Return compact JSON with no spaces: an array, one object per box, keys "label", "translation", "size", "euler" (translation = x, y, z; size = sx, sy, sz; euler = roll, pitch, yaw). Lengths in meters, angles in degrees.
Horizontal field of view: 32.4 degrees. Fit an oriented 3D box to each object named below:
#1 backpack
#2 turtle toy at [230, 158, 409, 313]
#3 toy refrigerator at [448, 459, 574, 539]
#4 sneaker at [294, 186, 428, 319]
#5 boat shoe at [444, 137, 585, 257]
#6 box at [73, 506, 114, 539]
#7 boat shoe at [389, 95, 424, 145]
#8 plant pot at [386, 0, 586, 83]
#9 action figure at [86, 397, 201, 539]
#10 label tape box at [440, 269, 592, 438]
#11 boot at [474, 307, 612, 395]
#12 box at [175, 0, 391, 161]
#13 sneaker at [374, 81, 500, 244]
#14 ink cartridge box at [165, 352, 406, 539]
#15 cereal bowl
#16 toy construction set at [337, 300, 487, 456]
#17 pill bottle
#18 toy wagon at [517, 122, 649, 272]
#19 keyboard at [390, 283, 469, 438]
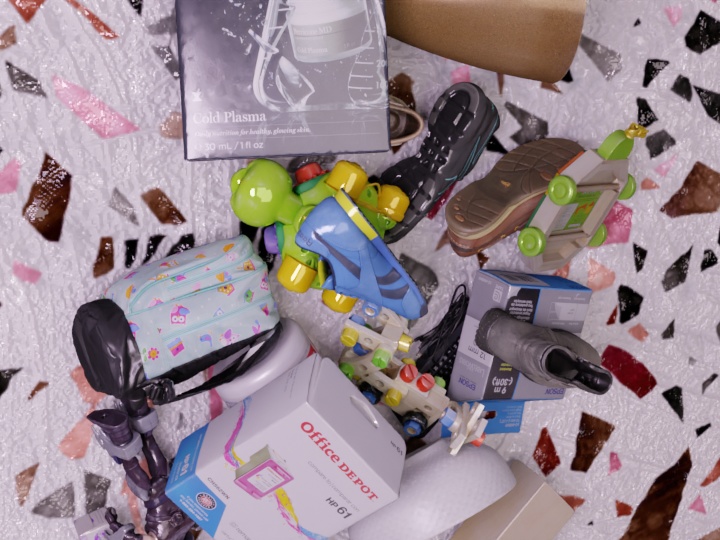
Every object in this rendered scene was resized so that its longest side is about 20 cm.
[{"label":"backpack","translation":[-0.176,0.047,1.231],"size":[0.198,0.166,0.128],"euler":[-22,106,-24]},{"label":"turtle toy","translation":[-0.050,-0.053,1.277],"size":[0.199,0.101,0.147],"euler":[26,95,-48]},{"label":"toy refrigerator","translation":[0.160,0.335,1.502],"size":[0.200,0.070,0.076],"euler":[-49,123,-5]},{"label":"sneaker","translation":[0.000,0.000,1.239],"size":[0.078,0.066,0.200],"euler":[-41,137,0]},{"label":"boat shoe","translation":[0.175,-0.084,1.409],"size":[0.199,0.072,0.068],"euler":[-33,148,-22]},{"label":"box","translation":[-0.256,0.353,1.333],"size":[0.038,0.041,0.202],"euler":[-22,112,-18]},{"label":"boat shoe","translation":[-0.030,-0.161,1.290],"size":[0.197,0.064,0.072],"euler":[-4,105,-23]},{"label":"plant pot","translation":[0.110,-0.292,1.274],"size":[0.197,0.186,0.189],"euler":[1,103,-9]},{"label":"action figure","translation":[-0.217,0.221,1.289],"size":[0.130,0.069,0.202],"euler":[-39,119,-45]},{"label":"label tape box","translation":[0.179,0.106,1.433],"size":[0.142,0.066,0.203],"euler":[4,103,-40]},{"label":"boot","translation":[0.224,0.107,1.340],"size":[0.199,0.130,0.068],"euler":[21,95,-40]},{"label":"box","translation":[-0.076,-0.208,1.188],"size":[0.197,0.124,0.200],"euler":[-4,96,-6]},{"label":"sneaker","translation":[0.085,-0.106,1.351],"size":[0.201,0.075,0.079],"euler":[-52,147,11]},{"label":"ink cartridge box","translation":[-0.073,0.197,1.238],"size":[0.199,0.085,0.145],"euler":[-34,112,24]},{"label":"cereal bowl","translation":[0.069,0.245,1.381],"size":[0.198,0.200,0.084],"euler":[-26,84,-16]},{"label":"toy construction set","translation":[0.055,0.118,1.343],"size":[0.200,0.131,0.092],"euler":[44,49,2]},{"label":"pill bottle","translation":[-0.064,0.159,1.330],"size":[0.112,0.112,0.201],"euler":[-38,115,-11]},{"label":"toy wagon","translation":[0.255,-0.086,1.398],"size":[0.154,0.040,0.201],"euler":[-8,133,-51]},{"label":"keyboard","translation":[0.111,0.099,1.435],"size":[0.200,0.040,0.104],"euler":[-49,117,-7]}]
